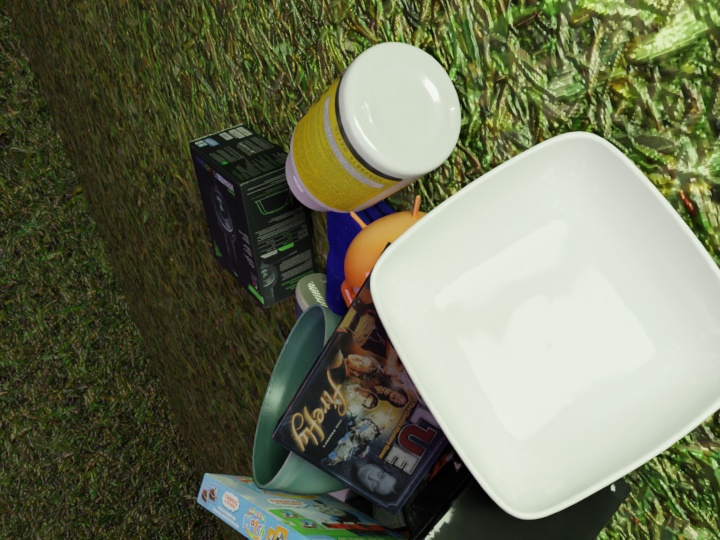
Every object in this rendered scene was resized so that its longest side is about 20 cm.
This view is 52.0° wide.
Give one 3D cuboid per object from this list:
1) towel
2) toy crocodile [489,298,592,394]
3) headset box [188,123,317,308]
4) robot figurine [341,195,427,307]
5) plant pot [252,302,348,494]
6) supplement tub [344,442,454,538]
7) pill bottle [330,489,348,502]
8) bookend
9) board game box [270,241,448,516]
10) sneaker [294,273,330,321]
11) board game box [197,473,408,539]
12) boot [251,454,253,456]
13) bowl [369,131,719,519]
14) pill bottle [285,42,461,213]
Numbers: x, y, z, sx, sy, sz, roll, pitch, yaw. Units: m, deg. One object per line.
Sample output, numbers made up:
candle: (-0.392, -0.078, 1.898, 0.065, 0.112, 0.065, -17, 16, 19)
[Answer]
towel: (0.000, 0.000, 0.846, 0.148, 0.049, 0.203, 46, 148, 35)
toy crocodile: (0.143, 0.064, 0.566, 0.200, 0.067, 0.062, 47, 136, 12)
headset box: (-0.146, -0.072, 1.021, 0.174, 0.092, 0.203, 38, 143, 46)
robot figurine: (0.054, 0.033, 0.696, 0.144, 0.115, 0.204, -146, 36, -75)
plant pot: (-0.022, 0.156, 0.815, 0.202, 0.132, 0.202, -57, 20, 33)
supplement tub: (0.072, 0.264, 0.824, 0.200, 0.121, 0.124, -38, 78, 53)
pill bottle: (0.010, 0.348, 0.974, 0.109, 0.109, 0.201, 29, 162, 51)
bookend: (0.078, 0.211, 0.584, 0.092, 0.199, 0.200, 45, 163, 4)
board game box: (0.027, 0.097, 0.639, 0.134, 0.035, 0.202, 31, 108, -2)
sneaker: (-0.030, 0.104, 0.971, 0.085, 0.074, 0.202, 109, 141, -54)
board game box: (-0.055, 0.261, 0.760, 0.198, 0.150, 0.037, 9, 81, 48)
boot: (-0.105, 0.270, 1.183, 0.070, 0.130, 0.202, 53, 152, 25)
bowl: (0.126, 0.033, 0.489, 0.202, 0.198, 0.075, 58, 180, 17)
pill bottle: (-0.002, -0.116, 0.679, 0.113, 0.110, 0.199, 66, 154, -1)
